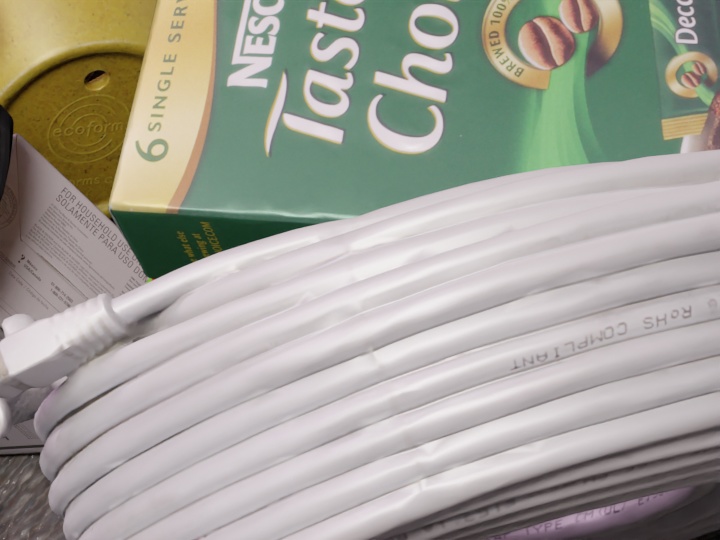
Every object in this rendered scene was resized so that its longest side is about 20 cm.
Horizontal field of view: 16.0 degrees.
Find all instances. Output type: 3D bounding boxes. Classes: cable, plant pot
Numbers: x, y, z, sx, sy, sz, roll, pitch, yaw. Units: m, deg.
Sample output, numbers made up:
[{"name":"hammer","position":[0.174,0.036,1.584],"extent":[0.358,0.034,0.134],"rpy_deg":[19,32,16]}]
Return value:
[{"name":"cable","position":[0.031,0.031,0.560],"extent":[0.200,0.069,0.200],"rpy_deg":[-20,-14,24]},{"name":"plant pot","position":[-0.137,-0.103,1.133],"extent":[0.200,0.200,0.142],"rpy_deg":[-40,47,14]}]

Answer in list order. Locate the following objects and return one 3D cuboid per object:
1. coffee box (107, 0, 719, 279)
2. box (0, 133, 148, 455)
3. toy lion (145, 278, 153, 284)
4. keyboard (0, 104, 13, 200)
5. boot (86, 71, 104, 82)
[{"name":"coffee box","position":[0.040,-0.053,0.679],"extent":[0.199,0.044,0.123],"rpy_deg":[5,65,16]},{"name":"box","position":[-0.156,0.015,1.013],"extent":[0.200,0.117,0.060],"rpy_deg":[-11,40,58]},{"name":"toy lion","position":[-0.022,-0.013,0.805],"extent":[0.200,0.069,0.192],"rpy_deg":[-52,15,-15]},{"name":"keyboard","position":[-0.197,-0.039,0.944],"extent":[0.200,0.040,0.104],"rpy_deg":[6,75,35]},{"name":"boot","position":[-0.106,-0.169,1.319],"extent":[0.186,0.064,0.200],"rpy_deg":[-49,14,30]}]
